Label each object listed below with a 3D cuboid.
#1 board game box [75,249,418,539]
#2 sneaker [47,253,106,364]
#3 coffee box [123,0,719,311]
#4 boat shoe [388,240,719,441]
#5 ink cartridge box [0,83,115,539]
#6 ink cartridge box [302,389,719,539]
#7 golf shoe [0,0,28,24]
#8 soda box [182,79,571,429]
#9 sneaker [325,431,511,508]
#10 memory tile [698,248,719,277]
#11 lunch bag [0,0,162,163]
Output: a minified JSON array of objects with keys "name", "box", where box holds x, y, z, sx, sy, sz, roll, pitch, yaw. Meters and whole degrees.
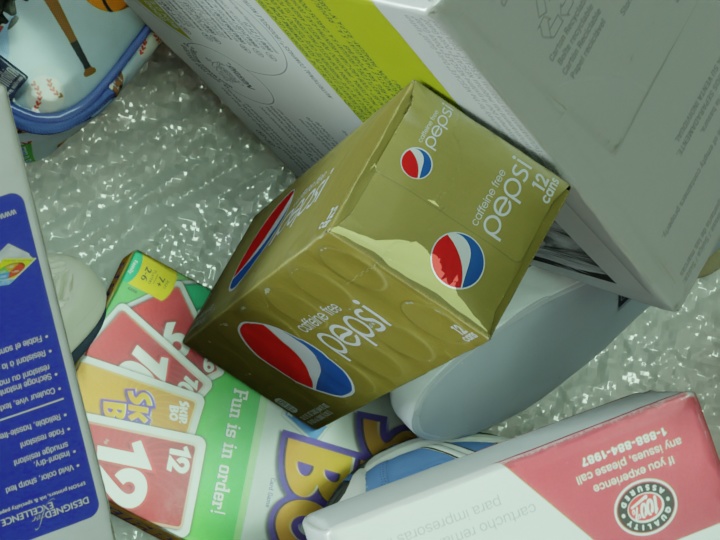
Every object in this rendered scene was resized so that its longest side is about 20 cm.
[{"name":"board game box","box":[-0.026,0.081,0.992,0.199,0.030,0.096,29,75,-12]},{"name":"sneaker","box":[-0.162,0.081,0.922,0.200,0.075,0.085,-42,129,-5]},{"name":"coffee box","box":[0.045,-0.139,0.910,0.200,0.197,0.200,43,72,-47]},{"name":"boat shoe","box":[0.078,-0.005,0.998,0.200,0.074,0.065,-33,57,-29]},{"name":"ink cartridge box","box":[-0.146,0.038,0.847,0.094,0.037,0.201,-19,114,-17]},{"name":"ink cartridge box","box":[0.081,0.160,0.891,0.144,0.083,0.201,-20,90,-8]},{"name":"golf shoe","box":[-0.185,-0.093,0.857,0.094,0.078,0.200,43,94,24]},{"name":"soda box","box":[0.000,0.000,0.896,0.068,0.200,0.064,33,69,-8]},{"name":"sneaker","box":[0.079,0.101,0.969,0.199,0.077,0.076,-1,89,-25]},{"name":"memory tile","box":[0.150,-0.073,1.069,0.199,0.017,0.154,-10,85,-17]},{"name":"lunch bag","box":[-0.131,-0.151,0.971,0.160,0.076,0.200,40,70,-7]}]
